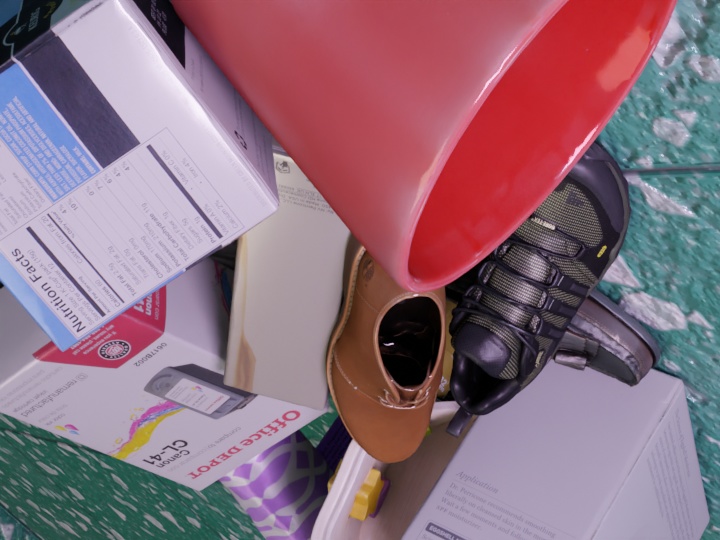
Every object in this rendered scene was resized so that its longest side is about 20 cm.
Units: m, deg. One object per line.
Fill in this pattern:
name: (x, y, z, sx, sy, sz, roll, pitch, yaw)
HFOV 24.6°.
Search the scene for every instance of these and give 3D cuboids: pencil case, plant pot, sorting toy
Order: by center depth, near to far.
plant pot: (0.019, -0.120, 0.751, 0.177, 0.200, 0.201, 40, 160, 16)
sorting toy: (0.018, 0.161, 1.141, 0.106, 0.202, 0.180, 23, 176, 21)
pencil case: (-0.056, 0.182, 1.268, 0.085, 0.084, 0.201, -32, 101, 22)

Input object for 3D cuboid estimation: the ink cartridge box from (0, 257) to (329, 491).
ink cartridge box: (-0.139, 0.059, 1.124, 0.147, 0.086, 0.199, -33, 135, 32)

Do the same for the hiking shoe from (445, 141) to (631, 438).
hiking shoe: (0.098, 0.013, 0.950, 0.075, 0.101, 0.201, 23, 135, 11)

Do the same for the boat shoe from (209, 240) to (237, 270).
boat shoe: (-0.072, -0.001, 1.187, 0.199, 0.066, 0.073, 22, 160, -33)

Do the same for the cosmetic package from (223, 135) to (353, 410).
cosmetic package: (-0.033, -0.023, 1.015, 0.070, 0.106, 0.201, 14, 132, 4)

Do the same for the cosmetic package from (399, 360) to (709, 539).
cosmetic package: (0.138, 0.183, 1.139, 0.122, 0.201, 0.200, 23, 154, 30)

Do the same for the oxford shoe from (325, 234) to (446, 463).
oxford shoe: (0.019, 0.059, 0.977, 0.201, 0.070, 0.072, 89, 169, -48)

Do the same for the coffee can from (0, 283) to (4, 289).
coffee can: (-0.224, -0.080, 1.135, 0.146, 0.146, 0.201, 31, 134, 12)

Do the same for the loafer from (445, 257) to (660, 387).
loafer: (0.096, 0.025, 1.070, 0.199, 0.063, 0.072, 32, 157, 10)

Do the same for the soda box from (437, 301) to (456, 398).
soda box: (0.000, 0.000, 1.156, 0.064, 0.068, 0.200, 2, 140, 53)

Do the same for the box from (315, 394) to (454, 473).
box: (0.026, 0.180, 1.400, 0.105, 0.123, 0.200, 31, 158, 13)

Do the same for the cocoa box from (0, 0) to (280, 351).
cocoa box: (-0.132, -0.083, 0.823, 0.134, 0.131, 0.200, 53, -169, -25)
